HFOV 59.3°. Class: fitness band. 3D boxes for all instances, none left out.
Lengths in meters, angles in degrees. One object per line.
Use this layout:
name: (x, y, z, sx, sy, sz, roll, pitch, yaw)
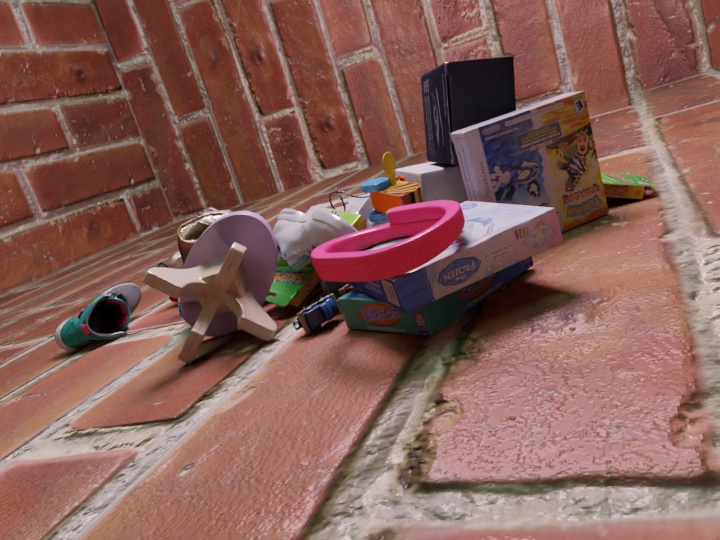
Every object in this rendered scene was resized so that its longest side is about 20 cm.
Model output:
fitness band: (0.029, -0.033, 0.702, 0.143, 0.038, 0.199, -31, 16, -33)

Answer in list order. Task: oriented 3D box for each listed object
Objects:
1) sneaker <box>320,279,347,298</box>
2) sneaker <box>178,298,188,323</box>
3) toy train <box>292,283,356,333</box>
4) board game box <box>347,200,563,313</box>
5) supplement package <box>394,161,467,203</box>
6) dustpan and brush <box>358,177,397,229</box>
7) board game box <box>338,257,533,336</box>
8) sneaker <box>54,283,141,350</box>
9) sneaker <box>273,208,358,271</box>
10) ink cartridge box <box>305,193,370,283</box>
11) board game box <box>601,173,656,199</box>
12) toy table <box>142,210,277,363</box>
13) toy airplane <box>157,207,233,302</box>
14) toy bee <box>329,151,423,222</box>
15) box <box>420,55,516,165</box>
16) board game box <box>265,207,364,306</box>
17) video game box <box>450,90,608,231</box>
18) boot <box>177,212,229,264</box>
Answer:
sneaker: (0.000, 0.000, 0.950, 0.084, 0.075, 0.200, -29, 1, 40)
sneaker: (-0.200, 0.042, 1.038, 0.199, 0.079, 0.089, -26, 25, -7)
toy train: (-0.002, 0.027, 0.847, 0.199, 0.034, 0.046, -30, 12, -22)
board game box: (0.095, -0.025, 0.742, 0.198, 0.044, 0.200, -25, 15, -14)
supplement package: (0.144, -0.125, 1.097, 0.119, 0.122, 0.200, -13, 13, -7)
dustpan and brush: (0.005, -0.068, 1.159, 0.057, 0.140, 0.200, 12, -39, -31)
board game box: (0.094, 0.014, 0.784, 0.199, 0.045, 0.152, -30, 17, -36)
sneaker: (-0.467, 0.074, 1.200, 0.120, 0.084, 0.200, -15, 20, 34)
sneaker: (-0.073, -0.038, 0.930, 0.199, 0.075, 0.089, 8, 66, 56)
ink cartridge box: (-0.069, -0.053, 1.142, 0.161, 0.050, 0.200, -8, 35, 38)
board game box: (0.350, -0.137, 0.993, 0.198, 0.030, 0.096, 3, 18, 13)
toy table: (-0.195, 0.024, 0.875, 0.182, 0.201, 0.117, 15, 21, -5)
toy airplane: (-0.292, -0.023, 1.248, 0.200, 0.141, 0.199, -40, -10, -26)
toy bee: (0.047, -0.133, 1.039, 0.108, 0.132, 0.200, -26, 43, -29)
box: (0.166, -0.247, 0.997, 0.103, 0.149, 0.200, -7, 13, -4)
board game box: (-0.086, -0.020, 1.002, 0.095, 0.030, 0.200, 15, 54, 40)
video game box: (0.243, -0.135, 0.894, 0.199, 0.183, 0.047, -21, 17, -13)
boot: (-0.223, -0.026, 1.086, 0.174, 0.066, 0.201, -29, -25, -27)
